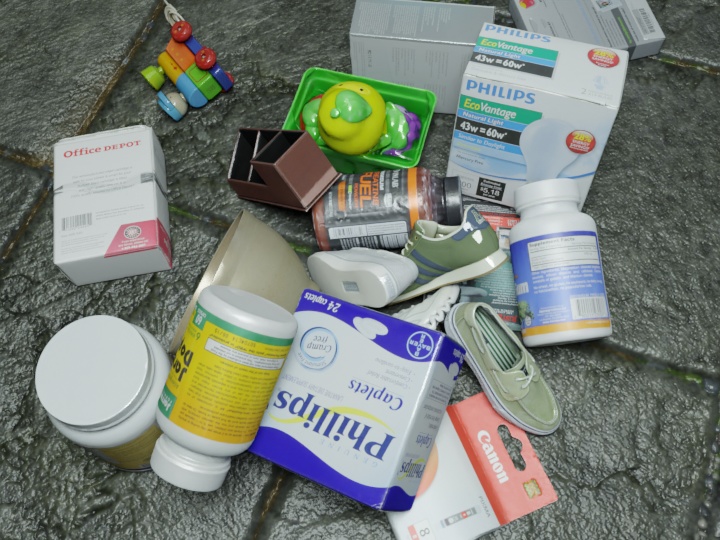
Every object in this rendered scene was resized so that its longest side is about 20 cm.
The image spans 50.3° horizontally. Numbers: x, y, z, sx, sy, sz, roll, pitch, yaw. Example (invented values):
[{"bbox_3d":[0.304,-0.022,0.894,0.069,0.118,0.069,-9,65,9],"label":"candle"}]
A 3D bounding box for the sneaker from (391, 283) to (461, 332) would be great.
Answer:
[{"bbox_3d":[0.049,0.082,0.977,0.081,0.075,0.200,41,79,19],"label":"sneaker"}]

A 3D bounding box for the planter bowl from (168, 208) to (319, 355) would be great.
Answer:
[{"bbox_3d":[-0.136,0.042,0.967,0.134,0.200,0.201,28,66,-14],"label":"planter bowl"}]

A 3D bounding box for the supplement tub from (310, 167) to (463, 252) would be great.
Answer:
[{"bbox_3d":[0.039,-0.083,1.036,0.199,0.107,0.108,-6,64,8],"label":"supplement tub"}]

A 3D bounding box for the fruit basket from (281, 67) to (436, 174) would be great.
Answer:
[{"bbox_3d":[-0.005,-0.213,1.061,0.214,0.216,0.156,14,66,9],"label":"fruit basket"}]

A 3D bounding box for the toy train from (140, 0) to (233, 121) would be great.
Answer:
[{"bbox_3d":[-0.299,-0.333,1.206,0.116,0.085,0.200,-41,68,-1],"label":"toy train"}]

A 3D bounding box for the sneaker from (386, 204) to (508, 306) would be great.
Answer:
[{"bbox_3d":[0.085,-0.023,0.981,0.199,0.067,0.090,-19,102,34],"label":"sneaker"}]

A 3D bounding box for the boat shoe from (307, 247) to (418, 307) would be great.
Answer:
[{"bbox_3d":[0.000,0.000,0.985,0.068,0.200,0.072,-27,102,-27],"label":"boat shoe"}]

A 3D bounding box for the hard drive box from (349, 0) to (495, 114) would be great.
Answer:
[{"bbox_3d":[0.089,-0.311,1.127,0.199,0.156,0.077,7,64,6],"label":"hard drive box"}]

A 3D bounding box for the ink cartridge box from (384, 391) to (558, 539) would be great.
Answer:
[{"bbox_3d":[0.116,0.240,0.921,0.199,0.050,0.163,-23,66,-4],"label":"ink cartridge box"}]

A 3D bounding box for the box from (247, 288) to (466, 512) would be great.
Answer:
[{"bbox_3d":[-0.004,0.147,0.880,0.183,0.105,0.201,17,82,24],"label":"box"}]

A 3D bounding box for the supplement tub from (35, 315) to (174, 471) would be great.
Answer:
[{"bbox_3d":[-0.281,0.147,0.903,0.144,0.200,0.146,-1,64,2],"label":"supplement tub"}]

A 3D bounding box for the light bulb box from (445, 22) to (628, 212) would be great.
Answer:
[{"bbox_3d":[0.230,-0.196,1.028,0.197,0.201,0.125,15,51,11],"label":"light bulb box"}]

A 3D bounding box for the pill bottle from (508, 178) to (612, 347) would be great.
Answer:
[{"bbox_3d":[0.248,-0.009,0.971,0.111,0.112,0.201,-7,81,0],"label":"pill bottle"}]

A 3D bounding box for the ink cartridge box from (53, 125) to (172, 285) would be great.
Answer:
[{"bbox_3d":[-0.351,-0.094,1.087,0.145,0.085,0.201,-10,66,-2],"label":"ink cartridge box"}]

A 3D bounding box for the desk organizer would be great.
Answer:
[{"bbox_3d":[-0.121,-0.142,1.042,0.072,0.077,0.200,-48,32,-18],"label":"desk organizer"}]

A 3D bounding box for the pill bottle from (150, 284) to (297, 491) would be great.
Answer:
[{"bbox_3d":[-0.152,0.127,0.824,0.112,0.113,0.201,24,97,14],"label":"pill bottle"}]

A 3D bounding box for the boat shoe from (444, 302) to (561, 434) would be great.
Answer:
[{"bbox_3d":[0.179,0.122,0.929,0.072,0.062,0.200,-44,97,-21],"label":"boat shoe"}]

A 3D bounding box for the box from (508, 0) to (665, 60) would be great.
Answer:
[{"bbox_3d":[0.355,-0.392,1.214,0.199,0.041,0.157,-13,64,-4],"label":"box"}]

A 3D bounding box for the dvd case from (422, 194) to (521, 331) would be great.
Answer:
[{"bbox_3d":[0.165,-0.019,1.058,0.145,0.022,0.201,5,64,6],"label":"dvd case"}]
